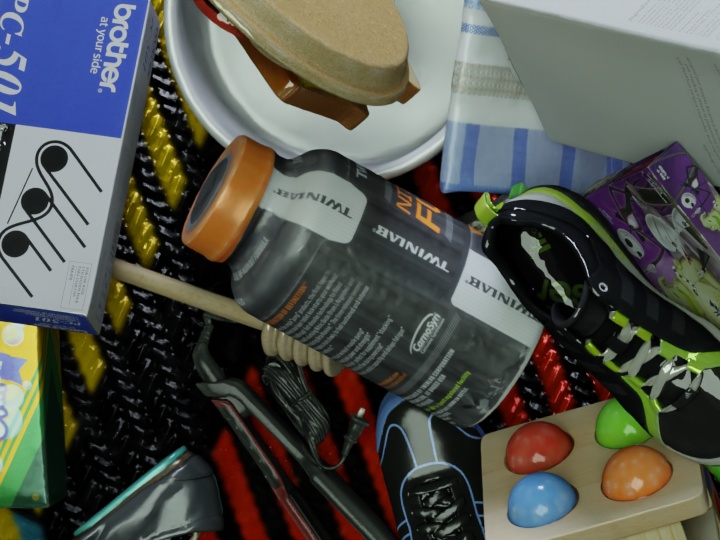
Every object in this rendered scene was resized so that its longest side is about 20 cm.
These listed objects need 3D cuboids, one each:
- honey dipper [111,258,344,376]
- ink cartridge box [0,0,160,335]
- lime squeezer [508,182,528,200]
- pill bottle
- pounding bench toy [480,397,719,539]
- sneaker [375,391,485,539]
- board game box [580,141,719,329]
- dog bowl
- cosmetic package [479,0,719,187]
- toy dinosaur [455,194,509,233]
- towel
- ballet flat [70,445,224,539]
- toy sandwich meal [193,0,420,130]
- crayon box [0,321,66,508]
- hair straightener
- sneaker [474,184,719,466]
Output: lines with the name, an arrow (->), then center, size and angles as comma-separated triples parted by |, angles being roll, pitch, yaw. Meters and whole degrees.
honey dipper -> -0.098, 0.018, 1.766 | 0.200, 0.038, 0.038 | 17, 97, 22
ink cartridge box -> -0.184, -0.067, 1.752 | 0.094, 0.044, 0.200 | 8, 74, 8
lime squeezer -> 0.148, 0.003, 1.734 | 0.038, 0.071, 0.200 | -28, 120, 14
pill bottle -> 0.000, 0.000, 1.673 | 0.200, 0.106, 0.106 | 29, 98, -13
pounding bench toy -> 0.183, 0.148, 1.682 | 0.200, 0.124, 0.156 | -16, 117, 9
sneaker -> 0.060, 0.164, 1.742 | 0.070, 0.078, 0.200 | -20, 99, 8
board game box -> 0.205, 0.024, 1.633 | 0.032, 0.120, 0.200 | -40, 93, -15
dog bowl -> -0.011, -0.150, 1.736 | 0.200, 0.079, 0.200 | 1, 94, 8
cosmetic package -> 0.170, -0.116, 1.605 | 0.081, 0.200, 0.113 | -43, 128, -20
toy dinosaur -> 0.036, 0.013, 1.762 | 0.200, 0.047, 0.088 | -25, 84, 6
towel -> 0.115, -0.139, 1.699 | 0.024, 0.147, 0.200 | 18, 102, 48
ballet flat -> -0.167, 0.184, 1.793 | 0.200, 0.073, 0.073 | -33, 90, 7
toy sandwich meal -> -0.053, -0.146, 1.607 | 0.205, 0.205, 0.070 | 46, 113, 2
crayon box -> -0.250, 0.044, 1.801 | 0.126, 0.052, 0.200 | -2, 94, 8
hair straightener -> -0.030, 0.101, 1.785 | 0.077, 0.041, 0.200 | -36, 85, 9
sneaker -> 0.133, 0.035, 1.609 | 0.200, 0.083, 0.072 | 45, 115, 15
